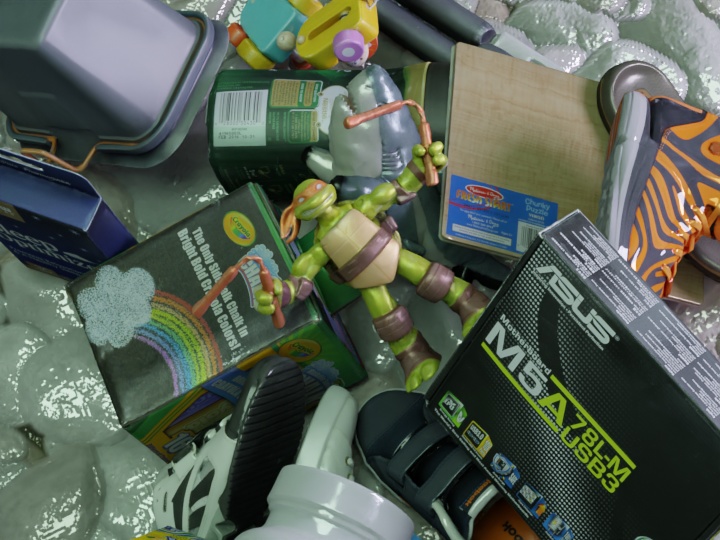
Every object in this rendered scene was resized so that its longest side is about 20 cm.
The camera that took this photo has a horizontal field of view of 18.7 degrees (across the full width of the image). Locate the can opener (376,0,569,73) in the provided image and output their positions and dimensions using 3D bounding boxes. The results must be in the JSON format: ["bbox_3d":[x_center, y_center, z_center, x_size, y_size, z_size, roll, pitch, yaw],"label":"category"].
[{"bbox_3d":[0.074,-0.171,1.606,0.200,0.067,0.053,36,79,29],"label":"can opener"}]

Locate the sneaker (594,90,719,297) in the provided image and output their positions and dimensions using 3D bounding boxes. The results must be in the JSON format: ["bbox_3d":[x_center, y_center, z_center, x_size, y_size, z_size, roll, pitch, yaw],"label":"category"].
[{"bbox_3d":[0.209,-0.023,1.408,0.112,0.078,0.201,13,66,0],"label":"sneaker"}]

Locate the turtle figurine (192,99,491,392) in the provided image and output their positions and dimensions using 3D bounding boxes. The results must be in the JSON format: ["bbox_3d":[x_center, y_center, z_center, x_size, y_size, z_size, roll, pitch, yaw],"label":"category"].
[{"bbox_3d":[0.000,0.000,1.427,0.200,0.064,0.161,-44,96,-5],"label":"turtle figurine"}]

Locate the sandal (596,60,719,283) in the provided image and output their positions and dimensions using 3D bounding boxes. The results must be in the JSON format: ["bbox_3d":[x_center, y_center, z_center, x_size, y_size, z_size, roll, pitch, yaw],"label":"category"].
[{"bbox_3d":[0.238,-0.069,1.501,0.081,0.055,0.200,-23,74,-29],"label":"sandal"}]

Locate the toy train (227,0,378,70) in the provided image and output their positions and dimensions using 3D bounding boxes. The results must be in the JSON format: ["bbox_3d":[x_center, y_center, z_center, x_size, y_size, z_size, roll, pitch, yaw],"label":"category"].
[{"bbox_3d":[-0.012,-0.208,1.613,0.199,0.056,0.151,-5,60,46],"label":"toy train"}]

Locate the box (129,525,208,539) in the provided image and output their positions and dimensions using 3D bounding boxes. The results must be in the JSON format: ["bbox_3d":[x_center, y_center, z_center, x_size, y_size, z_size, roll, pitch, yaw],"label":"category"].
[{"bbox_3d":[-0.134,0.275,1.432,0.070,0.064,0.201,16,99,19],"label":"box"}]

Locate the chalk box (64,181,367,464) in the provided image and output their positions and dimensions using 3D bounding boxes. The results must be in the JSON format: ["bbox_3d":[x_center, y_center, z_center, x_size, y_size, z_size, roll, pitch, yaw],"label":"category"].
[{"bbox_3d":[-0.080,0.033,1.523,0.199,0.124,0.125,-28,64,3],"label":"chalk box"}]

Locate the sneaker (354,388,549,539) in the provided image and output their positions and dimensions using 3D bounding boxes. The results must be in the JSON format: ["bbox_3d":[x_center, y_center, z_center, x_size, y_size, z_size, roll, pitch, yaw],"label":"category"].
[{"bbox_3d":[0.069,0.141,1.472,0.200,0.079,0.078,40,83,26],"label":"sneaker"}]

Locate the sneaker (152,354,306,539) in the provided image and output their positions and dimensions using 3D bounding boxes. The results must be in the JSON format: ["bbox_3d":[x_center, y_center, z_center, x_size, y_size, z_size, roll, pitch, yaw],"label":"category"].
[{"bbox_3d":[-0.101,0.137,1.479,0.088,0.074,0.201,31,113,30],"label":"sneaker"}]

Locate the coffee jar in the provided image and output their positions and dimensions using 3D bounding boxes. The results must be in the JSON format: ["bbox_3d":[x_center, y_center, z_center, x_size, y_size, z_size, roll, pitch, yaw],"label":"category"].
[{"bbox_3d":[-0.004,-0.099,1.571,0.199,0.104,0.086,-1,68,13],"label":"coffee jar"}]

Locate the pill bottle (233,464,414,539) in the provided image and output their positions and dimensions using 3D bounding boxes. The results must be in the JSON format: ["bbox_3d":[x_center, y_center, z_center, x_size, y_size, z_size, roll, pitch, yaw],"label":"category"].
[{"bbox_3d":[-0.047,0.231,1.360,0.115,0.116,0.201,18,70,19],"label":"pill bottle"}]

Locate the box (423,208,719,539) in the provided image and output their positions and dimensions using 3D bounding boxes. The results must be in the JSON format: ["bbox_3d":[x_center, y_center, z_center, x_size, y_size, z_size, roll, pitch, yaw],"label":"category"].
[{"bbox_3d":[0.148,0.095,1.351,0.047,0.193,0.200,-30,73,-36],"label":"box"}]

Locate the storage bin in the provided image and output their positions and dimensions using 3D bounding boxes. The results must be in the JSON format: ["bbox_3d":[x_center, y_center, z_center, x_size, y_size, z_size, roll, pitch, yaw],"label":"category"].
[{"bbox_3d":[-0.223,-0.158,1.591,0.200,0.134,0.146,9,69,47],"label":"storage bin"}]

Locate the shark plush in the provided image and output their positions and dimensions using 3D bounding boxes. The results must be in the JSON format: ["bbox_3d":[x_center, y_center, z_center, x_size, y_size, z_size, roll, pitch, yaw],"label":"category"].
[{"bbox_3d":[0.048,-0.046,1.496,0.200,0.091,0.083,44,91,-12],"label":"shark plush"}]

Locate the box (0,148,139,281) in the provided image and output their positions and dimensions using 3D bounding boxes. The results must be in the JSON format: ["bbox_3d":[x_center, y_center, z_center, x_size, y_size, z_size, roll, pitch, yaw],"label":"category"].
[{"bbox_3d":[-0.217,-0.032,1.543,0.121,0.200,0.033,18,73,20],"label":"box"}]

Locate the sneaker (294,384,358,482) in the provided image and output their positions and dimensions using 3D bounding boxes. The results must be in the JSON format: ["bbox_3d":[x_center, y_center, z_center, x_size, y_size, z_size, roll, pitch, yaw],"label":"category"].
[{"bbox_3d":[-0.016,0.181,1.489,0.084,0.073,0.201,13,77,3],"label":"sneaker"}]

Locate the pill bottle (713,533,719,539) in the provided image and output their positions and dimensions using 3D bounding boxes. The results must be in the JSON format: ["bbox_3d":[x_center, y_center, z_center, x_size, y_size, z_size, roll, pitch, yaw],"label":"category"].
[{"bbox_3d":[0.187,0.100,1.439,0.200,0.114,0.114,40,82,24],"label":"pill bottle"}]

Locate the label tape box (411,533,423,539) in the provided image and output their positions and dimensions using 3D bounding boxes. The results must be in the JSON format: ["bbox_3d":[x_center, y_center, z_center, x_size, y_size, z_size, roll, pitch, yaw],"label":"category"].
[{"bbox_3d":[0.058,0.266,1.404,0.200,0.066,0.144,34,80,4],"label":"label tape box"}]

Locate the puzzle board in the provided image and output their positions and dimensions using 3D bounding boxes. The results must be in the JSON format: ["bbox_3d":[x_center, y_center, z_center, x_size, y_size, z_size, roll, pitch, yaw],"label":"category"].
[{"bbox_3d":[0.148,-0.065,1.509,0.199,0.017,0.151,14,65,-17],"label":"puzzle board"}]
